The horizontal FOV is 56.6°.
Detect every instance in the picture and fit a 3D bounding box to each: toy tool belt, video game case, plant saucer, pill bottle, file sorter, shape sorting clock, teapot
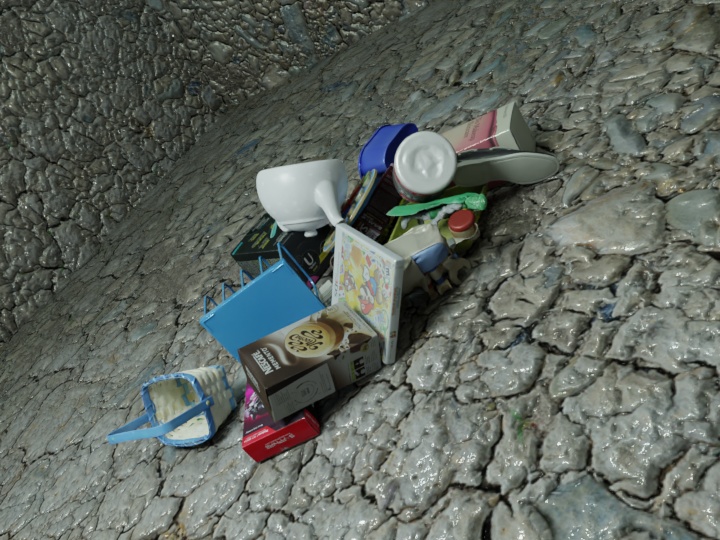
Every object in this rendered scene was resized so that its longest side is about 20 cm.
[{"bbox_3d":[0.123,-0.015,1.156,0.200,0.123,0.125,-28,41,7],"label":"toy tool belt"},{"bbox_3d":[0.006,0.034,1.135,0.023,0.182,0.200,-8,24,-29],"label":"video game case"},{"bbox_3d":[0.154,-0.083,1.300,0.200,0.048,0.200,-17,32,34],"label":"plant saucer"},{"bbox_3d":[0.115,-0.184,1.247,0.111,0.111,0.200,-36,-2,0],"label":"pill bottle"},{"bbox_3d":[-0.194,0.063,1.319,0.200,0.139,0.123,-36,27,5],"label":"file sorter"},{"bbox_3d":[-0.024,-0.124,1.380,0.200,0.039,0.200,-56,6,9],"label":"shape sorting clock"},{"bbox_3d":[-0.114,-0.141,1.352,0.197,0.146,0.200,-7,8,12],"label":"teapot"}]

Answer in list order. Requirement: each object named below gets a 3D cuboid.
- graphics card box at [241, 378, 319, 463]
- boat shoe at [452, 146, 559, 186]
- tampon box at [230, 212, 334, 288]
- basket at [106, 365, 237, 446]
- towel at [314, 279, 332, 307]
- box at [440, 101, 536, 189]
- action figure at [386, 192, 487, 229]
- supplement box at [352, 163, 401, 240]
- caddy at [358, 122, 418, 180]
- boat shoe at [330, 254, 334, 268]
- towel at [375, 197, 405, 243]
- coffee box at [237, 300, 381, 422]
[{"bbox_3d":[-0.134,0.214,1.140,0.125,0.051,0.200,-28,33,15],"label":"graphics card box"},{"bbox_3d":[0.271,-0.202,1.266,0.200,0.074,0.060,-6,45,11],"label":"boat shoe"},{"bbox_3d":[-0.170,-0.047,1.545,0.200,0.126,0.150,-2,43,48],"label":"tampon box"},{"bbox_3d":[-0.335,0.256,1.214,0.176,0.139,0.200,-15,3,37],"label":"basket"},{"bbox_3d":[-0.080,0.100,1.301,0.200,0.035,0.193,-37,26,-2],"label":"towel"},{"bbox_3d":[0.245,-0.239,1.373,0.200,0.109,0.128,-20,30,31],"label":"box"},{"bbox_3d":[0.152,-0.107,1.192,0.118,0.055,0.200,-12,2,-33],"label":"action figure"},{"bbox_3d":[0.033,-0.128,1.435,0.109,0.061,0.200,-51,8,48],"label":"supplement box"},{"bbox_3d":[0.073,-0.261,1.583,0.105,0.141,0.200,-3,41,44],"label":"caddy"},{"bbox_3d":[0.000,0.000,1.303,0.059,0.072,0.200,-15,21,-19],"label":"boat shoe"},{"bbox_3d":[0.084,-0.135,1.449,0.200,0.018,0.086,-58,6,-30],"label":"towel"},{"bbox_3d":[-0.081,0.143,1.081,0.200,0.080,0.113,-24,40,-22],"label":"coffee box"}]
